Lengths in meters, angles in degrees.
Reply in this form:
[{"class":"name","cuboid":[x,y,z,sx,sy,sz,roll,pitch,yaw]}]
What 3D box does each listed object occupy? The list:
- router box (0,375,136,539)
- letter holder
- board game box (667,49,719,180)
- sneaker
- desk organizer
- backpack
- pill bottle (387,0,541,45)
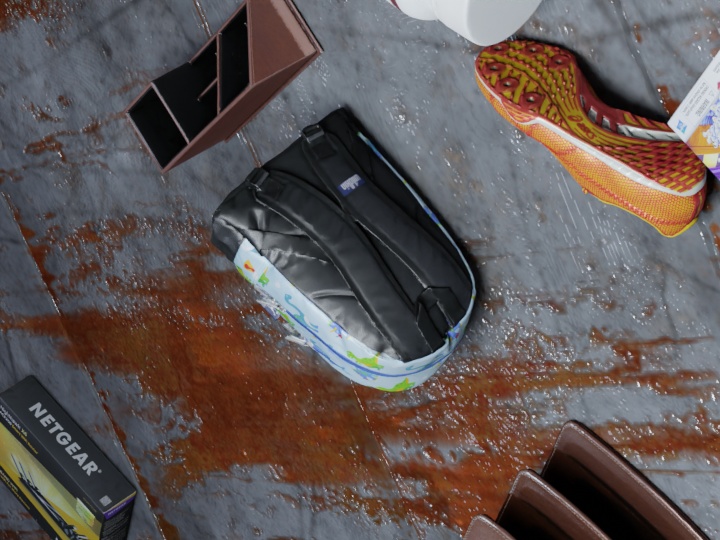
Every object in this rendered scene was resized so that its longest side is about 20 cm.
[{"class":"router box","cuboid":[-0.350,0.244,2.277,0.200,0.052,0.158,44,144,21]},{"class":"letter holder","cuboid":[0.188,0.238,1.528,0.200,0.100,0.143,44,142,21]},{"class":"board game box","cuboid":[0.284,-0.107,1.175,0.135,0.045,0.200,49,146,14]},{"class":"sneaker","cuboid":[0.151,-0.089,1.343,0.200,0.073,0.078,42,153,28]},{"class":"desk organizer","cuboid":[-0.119,-0.158,1.632,0.072,0.077,0.200,57,147,1]},{"class":"backpack","cuboid":[0.000,0.000,1.550,0.199,0.163,0.154,36,150,19]},{"class":"pill bottle","cuboid":[0.033,-0.243,1.333,0.199,0.114,0.115,37,141,28]}]
